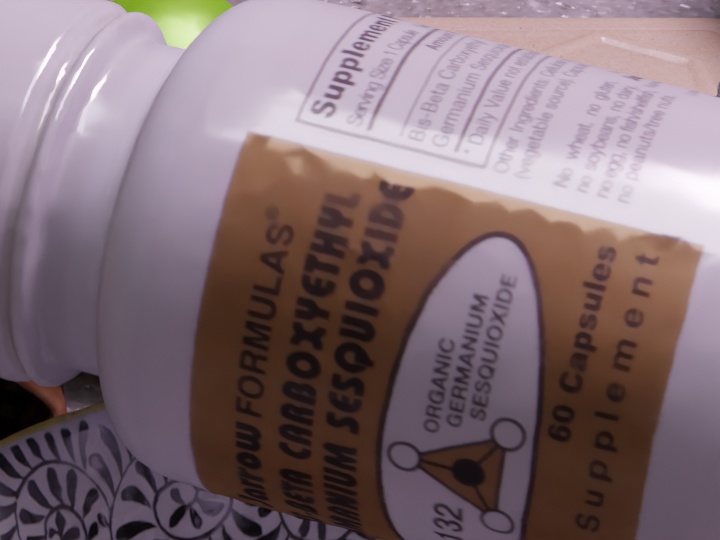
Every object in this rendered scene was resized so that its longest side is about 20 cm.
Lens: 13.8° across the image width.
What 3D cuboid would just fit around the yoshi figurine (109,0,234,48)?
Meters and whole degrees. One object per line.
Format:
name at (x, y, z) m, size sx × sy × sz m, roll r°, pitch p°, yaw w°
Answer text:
yoshi figurine at (-0.034, -0.019, 0.831) m, size 0.112 × 0.112 × 0.200 m, roll -49°, pitch 43°, yaw -6°

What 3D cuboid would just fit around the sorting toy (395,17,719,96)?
sorting toy at (0.054, -0.032, 0.973) m, size 0.185 × 0.037 × 0.200 m, roll -1°, pitch 29°, yaw -10°

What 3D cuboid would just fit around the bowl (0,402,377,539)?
bowl at (-0.018, 0.121, 0.669) m, size 0.200 × 0.094 × 0.201 m, roll 4°, pitch 33°, yaw -3°

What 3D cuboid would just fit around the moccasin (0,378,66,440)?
moccasin at (-0.181, 0.034, 0.803) m, size 0.201 × 0.074 × 0.078 m, roll 6°, pitch 22°, yaw -18°

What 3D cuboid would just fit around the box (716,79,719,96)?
box at (0.199, 0.015, 0.828) m, size 0.200 × 0.132 × 0.115 m, roll 3°, pitch 34°, yaw -7°

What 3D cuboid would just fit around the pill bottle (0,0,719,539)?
pill bottle at (0.000, 0.000, 0.667) m, size 0.200 × 0.115 × 0.114 m, roll 15°, pitch 34°, yaw 13°
